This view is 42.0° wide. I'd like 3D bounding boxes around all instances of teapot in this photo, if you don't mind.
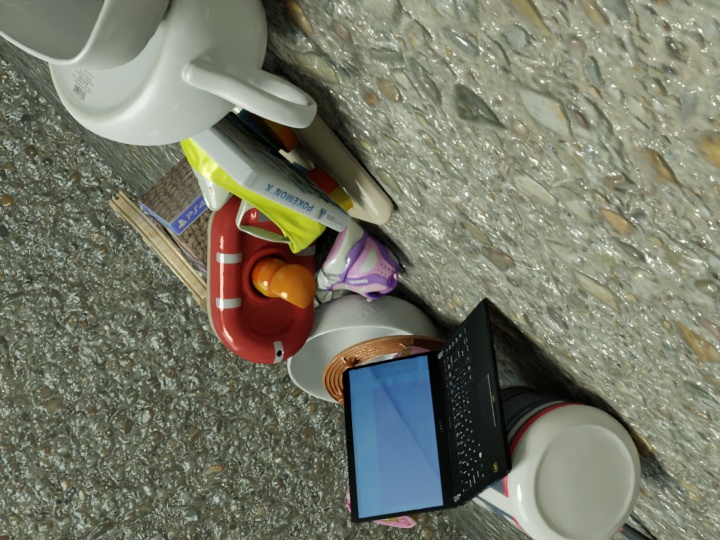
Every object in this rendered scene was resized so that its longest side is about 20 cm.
[{"bbox_3d":[-0.141,-0.187,0.747,0.197,0.201,0.146,-16,168,39],"label":"teapot"}]

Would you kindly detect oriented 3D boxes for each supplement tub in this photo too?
[{"bbox_3d":[0.180,0.196,0.972,0.140,0.140,0.200,47,169,-14],"label":"supplement tub"}]

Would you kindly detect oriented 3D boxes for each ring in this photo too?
[{"bbox_3d":[0.052,0.141,1.184,0.201,0.199,0.019,58,-157,-50],"label":"ring"}]

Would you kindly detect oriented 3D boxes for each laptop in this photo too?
[{"bbox_3d":[0.060,0.148,0.961,0.200,0.103,0.178,121,148,-58],"label":"laptop"}]

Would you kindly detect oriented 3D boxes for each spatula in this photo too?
[{"bbox_3d":[0.308,0.299,1.165,0.200,0.021,0.057,41,143,1],"label":"spatula"}]

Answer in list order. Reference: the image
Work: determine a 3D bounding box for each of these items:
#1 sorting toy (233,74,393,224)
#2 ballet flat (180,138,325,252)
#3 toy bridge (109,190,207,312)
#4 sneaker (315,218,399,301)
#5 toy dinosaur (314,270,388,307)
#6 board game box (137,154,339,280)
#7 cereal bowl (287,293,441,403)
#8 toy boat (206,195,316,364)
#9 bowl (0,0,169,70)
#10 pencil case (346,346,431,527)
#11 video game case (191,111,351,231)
[{"bbox_3d":[-0.064,-0.120,0.983,0.185,0.036,0.200,49,168,-18],"label":"sorting toy"},{"bbox_3d":[-0.120,-0.080,0.961,0.200,0.067,0.067,33,-169,-32],"label":"ballet flat"},{"bbox_3d":[-0.240,-0.030,1.130,0.200,0.027,0.067,44,170,24],"label":"toy bridge"},{"bbox_3d":[0.000,0.000,1.105,0.088,0.081,0.200,26,173,-3],"label":"sneaker"},{"bbox_3d":[-0.027,0.029,1.269,0.199,0.077,0.103,13,115,46],"label":"toy dinosaur"},{"bbox_3d":[-0.141,-0.061,1.154,0.097,0.159,0.200,31,163,49],"label":"board game box"},{"bbox_3d":[0.006,0.091,1.198,0.200,0.199,0.084,58,-156,-49],"label":"cereal bowl"},{"bbox_3d":[-0.096,0.011,1.057,0.131,0.130,0.201,25,117,53],"label":"toy boat"},{"bbox_3d":[-0.183,-0.244,0.641,0.200,0.201,0.074,34,-163,34],"label":"bowl"},{"bbox_3d":[0.050,0.190,1.065,0.083,0.201,0.086,33,152,-25],"label":"pencil case"},{"bbox_3d":[-0.117,-0.119,0.884,0.200,0.022,0.182,42,-170,27],"label":"video game case"}]
